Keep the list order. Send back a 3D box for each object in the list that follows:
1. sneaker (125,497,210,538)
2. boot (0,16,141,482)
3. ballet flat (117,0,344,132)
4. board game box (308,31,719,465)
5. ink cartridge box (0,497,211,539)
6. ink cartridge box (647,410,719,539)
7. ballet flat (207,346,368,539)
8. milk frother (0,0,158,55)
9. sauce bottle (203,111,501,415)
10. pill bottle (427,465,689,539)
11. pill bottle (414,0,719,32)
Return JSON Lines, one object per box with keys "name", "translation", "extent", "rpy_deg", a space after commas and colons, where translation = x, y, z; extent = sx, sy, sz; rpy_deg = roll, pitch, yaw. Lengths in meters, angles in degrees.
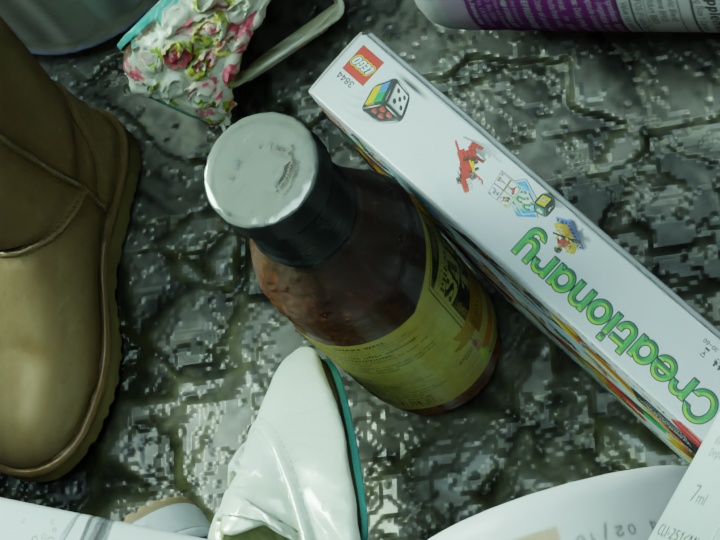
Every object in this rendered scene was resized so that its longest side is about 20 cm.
{"name": "sneaker", "translation": [-0.110, 0.191, 0.766], "extent": [0.200, 0.070, 0.109], "rpy_deg": [-43, 62, -1]}
{"name": "boot", "translation": [-0.162, -0.022, 0.790], "extent": [0.066, 0.200, 0.176], "rpy_deg": [-2, 72, 19]}
{"name": "ballet flat", "translation": [-0.022, -0.143, 0.865], "extent": [0.064, 0.076, 0.200], "rpy_deg": [42, 94, -5]}
{"name": "board game box", "translation": [0.075, 0.004, 0.739], "extent": [0.035, 0.126, 0.200], "rpy_deg": [-46, 64, -1]}
{"name": "ink cartridge box", "translation": [-0.107, 0.153, 0.652], "extent": [0.199, 0.084, 0.146], "rpy_deg": [9, 73, 16]}
{"name": "ink cartridge box", "translation": [0.213, 0.070, 0.648], "extent": [0.199, 0.044, 0.174], "rpy_deg": [33, 83, -17]}
{"name": "ballet flat", "translation": [-0.022, 0.115, 0.725], "extent": [0.069, 0.069, 0.201], "rpy_deg": [-23, 58, 11]}
{"name": "milk frother", "translation": [-0.127, -0.156, 0.823], "extent": [0.180, 0.188, 0.201], "rpy_deg": [-16, 64, 14]}
{"name": "sauce bottle", "translation": [0.000, 0.000, 0.726], "extent": [0.066, 0.200, 0.066], "rpy_deg": [-5, 71, 16]}
{"name": "pill bottle", "translation": [0.094, 0.179, 0.676], "extent": [0.119, 0.120, 0.201], "rpy_deg": [-20, 70, 12]}
{"name": "pill bottle", "translation": [0.121, -0.149, 0.782], "extent": [0.199, 0.112, 0.113], "rpy_deg": [3, 73, 20]}
